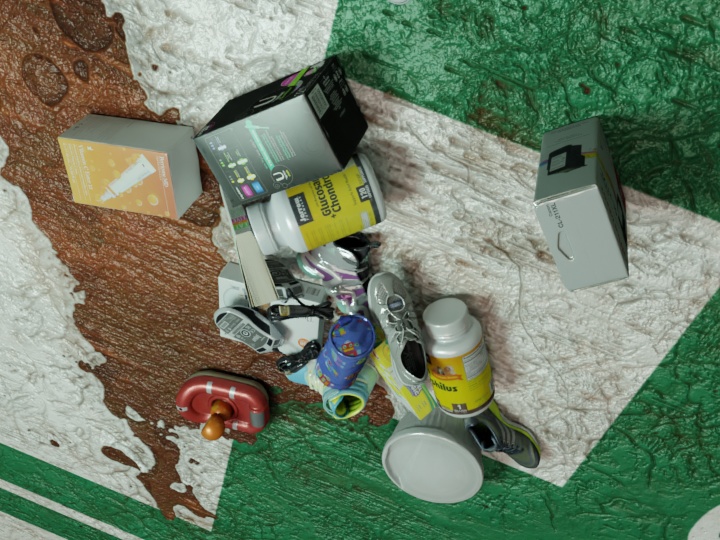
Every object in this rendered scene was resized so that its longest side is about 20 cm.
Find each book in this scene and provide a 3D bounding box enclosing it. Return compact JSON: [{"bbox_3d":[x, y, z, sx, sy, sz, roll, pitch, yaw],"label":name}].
[{"bbox_3d":[-0.188,-0.051,1.156,0.048,0.200,0.135,-17,123,-9],"label":"book"}]

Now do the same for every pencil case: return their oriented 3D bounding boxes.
[{"bbox_3d":[-0.029,0.142,1.219,0.087,0.078,0.200,57,158,16],"label":"pencil case"}]

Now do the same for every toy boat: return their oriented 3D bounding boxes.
[{"bbox_3d":[-0.295,0.298,1.479,0.198,0.131,0.132,10,127,11],"label":"toy boat"}]

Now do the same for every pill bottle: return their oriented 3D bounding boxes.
[{"bbox_3d":[0.166,0.150,1.231,0.108,0.110,0.201,-5,123,21],"label":"pill bottle"},{"bbox_3d":[-0.067,-0.095,1.084,0.198,0.112,0.113,-21,120,-2],"label":"pill bottle"}]

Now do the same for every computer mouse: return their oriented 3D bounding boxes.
[{"bbox_3d":[-0.132,0.038,1.205,0.109,0.200,0.044,-6,117,-28],"label":"computer mouse"},{"bbox_3d":[-0.176,0.116,1.303,0.199,0.044,0.109,37,133,-18],"label":"computer mouse"}]

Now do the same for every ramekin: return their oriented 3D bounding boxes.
[{"bbox_3d":[0.148,0.357,1.397,0.200,0.095,0.204,9,128,12],"label":"ramekin"}]

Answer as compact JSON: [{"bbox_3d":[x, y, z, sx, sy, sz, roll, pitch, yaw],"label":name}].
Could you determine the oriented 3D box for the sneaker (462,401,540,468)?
[{"bbox_3d":[0.261,0.320,1.339,0.199,0.081,0.074,39,128,-11],"label":"sneaker"}]

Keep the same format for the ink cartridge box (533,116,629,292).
[{"bbox_3d":[0.300,-0.091,0.951,0.082,0.201,0.147,-15,120,27],"label":"ink cartridge box"}]

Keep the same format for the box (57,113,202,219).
[{"bbox_3d":[-0.381,-0.176,1.185,0.198,0.098,0.125,9,127,12],"label":"box"}]

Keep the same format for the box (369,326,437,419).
[{"bbox_3d":[0.053,0.165,1.279,0.048,0.117,0.201,-39,114,-10],"label":"box"}]

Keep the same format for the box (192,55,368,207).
[{"bbox_3d":[-0.115,-0.203,1.043,0.198,0.149,0.125,-14,120,28],"label":"box"}]

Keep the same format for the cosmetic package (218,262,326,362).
[{"bbox_3d":[-0.166,0.080,1.330,0.198,0.052,0.152,14,131,9],"label":"cosmetic package"}]

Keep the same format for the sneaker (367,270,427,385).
[{"bbox_3d":[0.074,0.095,1.165,0.074,0.082,0.202,-23,97,-15],"label":"sneaker"}]

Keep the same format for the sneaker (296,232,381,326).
[{"bbox_3d":[0.000,0.000,1.198,0.200,0.078,0.140,40,128,-12],"label":"sneaker"}]

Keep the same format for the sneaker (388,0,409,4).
[{"bbox_3d":[0.004,-0.423,0.892,0.073,0.071,0.201,-24,114,31],"label":"sneaker"}]

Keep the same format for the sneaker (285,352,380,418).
[{"bbox_3d":[-0.069,0.219,1.346,0.198,0.131,0.080,-3,126,20],"label":"sneaker"}]
